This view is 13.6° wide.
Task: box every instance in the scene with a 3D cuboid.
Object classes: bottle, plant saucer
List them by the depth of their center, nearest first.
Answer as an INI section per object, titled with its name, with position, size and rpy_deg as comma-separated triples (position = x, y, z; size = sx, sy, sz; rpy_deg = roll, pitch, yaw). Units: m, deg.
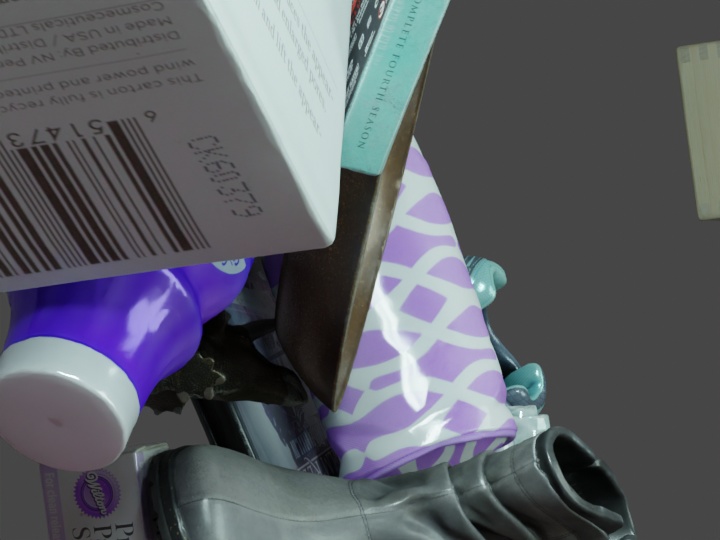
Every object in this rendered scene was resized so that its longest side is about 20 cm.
[bottle]
position = -0.070, -0.024, 0.993
size = 0.084, 0.065, 0.201
rpy_deg = 58, 35, -34
[plant saucer]
position = 0.001, -0.049, 1.119
size = 0.200, 0.032, 0.201
rpy_deg = 15, 90, -87

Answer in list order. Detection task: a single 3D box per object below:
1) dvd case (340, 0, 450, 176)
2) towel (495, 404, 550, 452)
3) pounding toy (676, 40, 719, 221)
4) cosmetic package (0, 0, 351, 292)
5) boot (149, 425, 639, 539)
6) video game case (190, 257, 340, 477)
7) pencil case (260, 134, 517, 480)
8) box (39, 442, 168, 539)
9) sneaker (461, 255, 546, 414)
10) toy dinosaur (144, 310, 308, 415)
[dvd case]
position = 0.012, -0.142, 0.991
size = 0.200, 0.022, 0.147
rpy_deg = -102, -150, -57
[towel]
position = 0.041, 0.155, 1.348
size = 0.171, 0.048, 0.201
rpy_deg = 173, -90, -66
[pounding toy]
position = 0.382, -0.110, 2.749
size = 0.184, 0.141, 0.201
rpy_deg = -5, 87, -75
[cosmetic package]
position = -0.100, -0.121, 0.912
size = 0.165, 0.164, 0.201
rpy_deg = 63, 24, -51
[boot]
position = 0.018, 0.087, 1.115
size = 0.200, 0.131, 0.070
rpy_deg = 23, 49, -60
[video game case]
position = -0.040, 0.047, 1.242
size = 0.201, 0.019, 0.143
rpy_deg = 66, 15, 0
[pencil case]
position = 0.000, 0.000, 1.261
size = 0.086, 0.083, 0.201
rpy_deg = 124, -51, -71
[box]
position = -0.080, 0.164, 1.088
size = 0.039, 0.041, 0.201
rpy_deg = -7, 91, -75
[sneaker]
position = 0.053, 0.085, 1.532
size = 0.078, 0.086, 0.201
rpy_deg = -60, 140, -65
[toy dinosaur]
position = -0.094, -0.006, 1.094
size = 0.200, 0.077, 0.102
rpy_deg = 58, 8, -24
